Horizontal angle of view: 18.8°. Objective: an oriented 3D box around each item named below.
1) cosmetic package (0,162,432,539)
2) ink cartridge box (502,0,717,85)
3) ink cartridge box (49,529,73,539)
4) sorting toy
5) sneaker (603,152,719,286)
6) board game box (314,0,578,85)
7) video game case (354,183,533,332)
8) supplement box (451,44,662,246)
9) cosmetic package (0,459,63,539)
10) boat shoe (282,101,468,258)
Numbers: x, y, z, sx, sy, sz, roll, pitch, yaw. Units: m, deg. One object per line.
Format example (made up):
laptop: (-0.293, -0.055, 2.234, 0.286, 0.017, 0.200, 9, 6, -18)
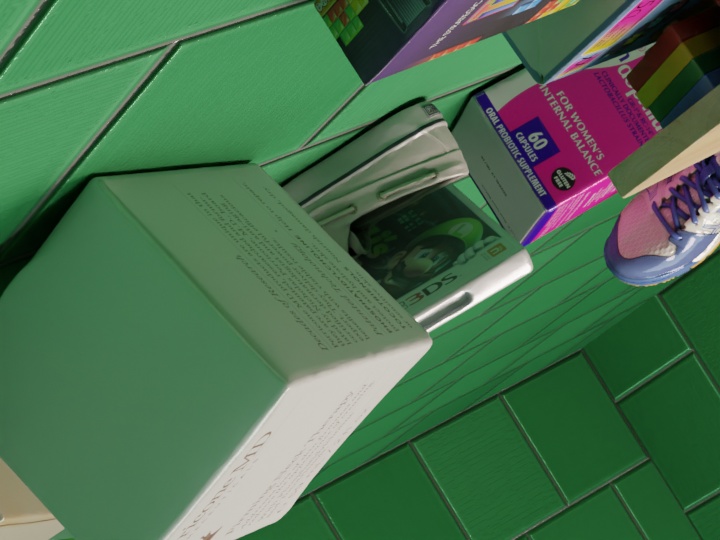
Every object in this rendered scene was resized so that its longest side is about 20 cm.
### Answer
cosmetic package: (-0.098, 0.054, 1.266, 0.167, 0.166, 0.200, -50, 165, 21)
ink cartridge box: (0.185, -0.193, 1.269, 0.200, 0.076, 0.136, -26, 170, -41)
ink cartridge box: (-0.171, 0.146, 1.787, 0.200, 0.084, 0.145, -26, -174, -38)
sorting toy: (0.251, -0.145, 1.290, 0.200, 0.070, 0.199, -25, 169, -48)
sneaker: (0.257, -0.069, 1.593, 0.200, 0.075, 0.088, -39, 159, 1)
board game box: (0.093, -0.182, 1.073, 0.165, 0.057, 0.200, -26, 170, -37)
video game case: (0.000, 0.000, 1.494, 0.182, 0.023, 0.200, -30, -150, -8)
supplement box: (0.180, -0.116, 1.583, 0.200, 0.101, 0.103, -30, 171, -16)
cosmetic package: (-0.269, 0.146, 1.507, 0.073, 0.104, 0.200, -33, 172, 6)
boat shoe: (-0.017, -0.035, 1.475, 0.200, 0.066, 0.072, -33, 171, 9)
